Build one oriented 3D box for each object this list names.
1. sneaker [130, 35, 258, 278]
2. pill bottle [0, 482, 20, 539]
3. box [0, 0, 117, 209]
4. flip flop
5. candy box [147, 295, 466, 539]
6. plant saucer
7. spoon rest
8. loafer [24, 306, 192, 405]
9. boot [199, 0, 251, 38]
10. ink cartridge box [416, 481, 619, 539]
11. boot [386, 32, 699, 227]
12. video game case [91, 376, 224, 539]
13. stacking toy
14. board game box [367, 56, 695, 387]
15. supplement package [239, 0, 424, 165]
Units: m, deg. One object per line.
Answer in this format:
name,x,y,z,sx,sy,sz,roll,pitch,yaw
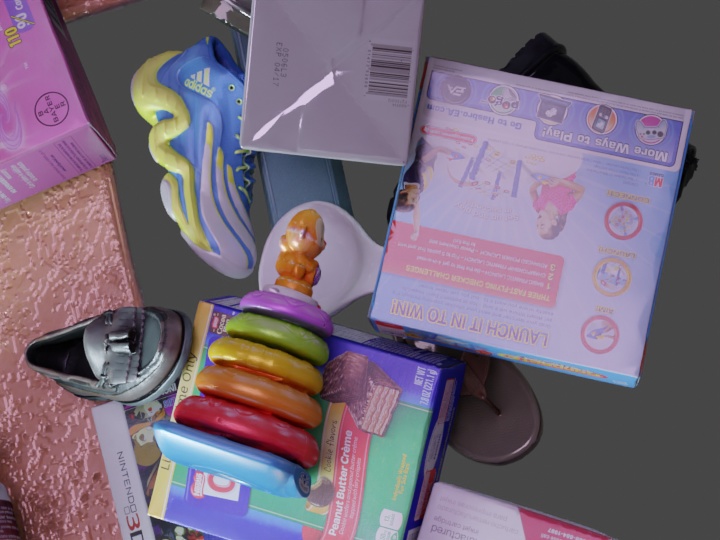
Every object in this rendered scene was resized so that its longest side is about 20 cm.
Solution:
sneaker,-0.111,-0.099,1.591,0.105,0.076,0.201,-34,71,24
pill bottle,-0.320,0.229,1.584,0.109,0.110,0.202,-20,75,11
box,-0.327,-0.143,1.644,0.198,0.097,0.177,-23,75,2
flip flop,0.067,0.060,1.533,0.081,0.058,0.201,-31,74,8
candy box,-0.041,0.124,1.496,0.198,0.077,0.171,14,94,18
plant saucer,-0.057,-0.120,1.621,0.069,0.019,0.202,-15,76,12
spoon rest,0.000,0.000,1.530,0.198,0.060,0.100,7,81,35
loafer,-0.197,0.066,1.543,0.199,0.062,0.073,-17,61,57
boot,-0.013,-0.255,1.567,0.181,0.073,0.201,29,91,-19
ink cartridge box,0.098,0.272,1.473,0.146,0.086,0.202,16,83,17
boot,0.138,-0.062,1.524,0.200,0.076,0.168,-46,68,-3
video game case,-0.098,0.165,1.572,0.198,0.036,0.183,-18,77,12
stacking toy,-0.061,0.052,1.424,0.109,0.116,0.202,16,79,10
board game box,0.123,-0.035,1.441,0.198,0.056,0.198,12,81,7
supplement package,-0.021,-0.149,1.447,0.118,0.200,0.123,5,99,-3
